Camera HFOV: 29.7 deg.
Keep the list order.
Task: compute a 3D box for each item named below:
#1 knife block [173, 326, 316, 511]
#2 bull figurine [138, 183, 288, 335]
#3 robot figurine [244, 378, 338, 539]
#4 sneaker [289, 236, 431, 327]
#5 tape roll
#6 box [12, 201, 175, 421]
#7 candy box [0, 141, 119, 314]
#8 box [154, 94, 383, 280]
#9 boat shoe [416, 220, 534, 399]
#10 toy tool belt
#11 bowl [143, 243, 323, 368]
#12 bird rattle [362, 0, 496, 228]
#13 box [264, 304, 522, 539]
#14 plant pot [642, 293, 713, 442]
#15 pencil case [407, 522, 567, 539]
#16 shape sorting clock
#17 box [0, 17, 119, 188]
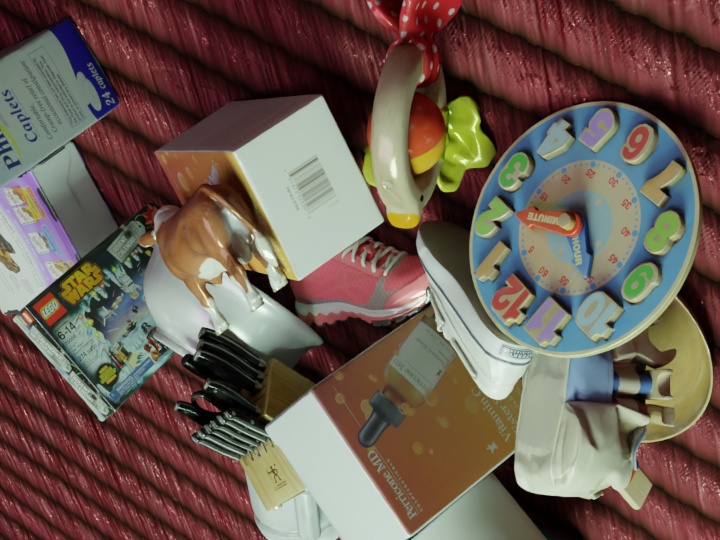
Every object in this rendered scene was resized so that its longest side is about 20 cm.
[{"bbox_3d":[-0.082,0.126,1.289,0.064,0.199,0.177,-33,80,34],"label":"knife block"},{"bbox_3d":[-0.129,-0.015,1.167,0.122,0.065,0.200,53,161,-3],"label":"bull figurine"},{"bbox_3d":[-0.067,0.216,1.458,0.111,0.170,0.203,-10,117,-2],"label":"robot figurine"},{"bbox_3d":[0.000,0.000,1.268,0.198,0.074,0.088,-8,114,42],"label":"sneaker"},{"bbox_3d":[0.088,0.302,1.243,0.140,0.202,0.203,50,140,11],"label":"tape roll"},{"bbox_3d":[-0.240,0.038,1.400,0.137,0.200,0.040,49,139,-6],"label":"box"},{"bbox_3d":[-0.367,-0.044,1.537,0.198,0.072,0.169,-6,119,42],"label":"candy box"},{"bbox_3d":[-0.085,-0.076,1.207,0.199,0.097,0.126,9,130,63],"label":"box"},{"bbox_3d":[0.091,0.030,1.147,0.201,0.071,0.066,58,136,49],"label":"boat shoe"},{"bbox_3d":[0.197,0.088,1.105,0.124,0.121,0.203,-3,78,60],"label":"toy tool belt"},{"bbox_3d":[-0.142,0.052,1.341,0.200,0.091,0.201,32,172,5],"label":"bowl"},{"bbox_3d":[0.048,-0.129,1.069,0.111,0.164,0.201,10,140,10],"label":"bird rattle"},{"bbox_3d":[0.044,0.138,1.224,0.153,0.199,0.106,54,144,5],"label":"box"},{"bbox_3d":[0.214,0.060,1.174,0.198,0.027,0.202,22,134,25],"label":"plant pot"},{"bbox_3d":[0.126,0.280,1.381,0.198,0.085,0.093,24,138,22],"label":"pencil case"},{"bbox_3d":[0.166,-0.034,1.037,0.198,0.039,0.203,-13,70,39],"label":"shape sorting clock"},{"bbox_3d":[-0.380,-0.146,1.366,0.183,0.200,0.106,-13,114,45],"label":"box"}]
